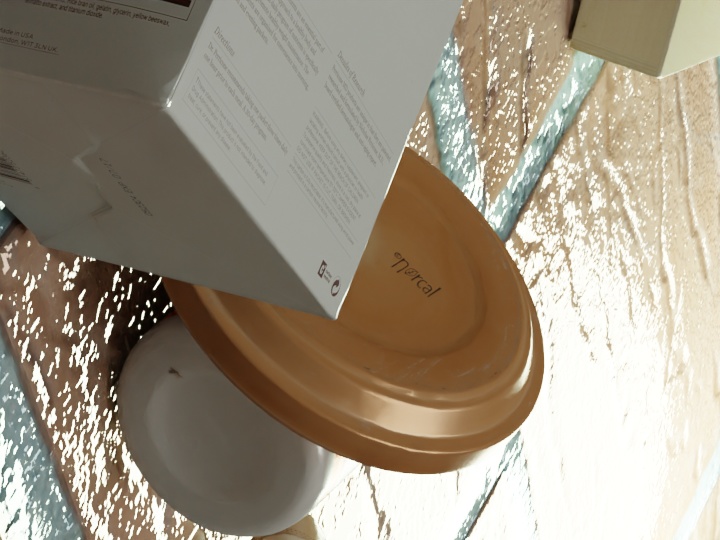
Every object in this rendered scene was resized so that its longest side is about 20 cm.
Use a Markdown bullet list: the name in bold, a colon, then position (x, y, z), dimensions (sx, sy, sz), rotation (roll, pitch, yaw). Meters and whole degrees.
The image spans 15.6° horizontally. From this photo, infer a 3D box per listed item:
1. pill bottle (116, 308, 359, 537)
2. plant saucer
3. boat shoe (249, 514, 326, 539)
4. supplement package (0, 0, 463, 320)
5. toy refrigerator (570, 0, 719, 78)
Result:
- **pill bottle**: position (-0.019, 0.034, 1.233), dimensions (0.200, 0.109, 0.110), rotation (-40, 138, -53)
- **plant saucer**: position (0.000, 0.000, 1.167), dimensions (0.032, 0.200, 0.200), rotation (-48, 176, 37)
- **boat shoe**: position (-0.026, 0.187, 1.354), dimensions (0.200, 0.071, 0.065), rotation (88, 3, -59)
- **supplement package**: position (-0.064, -0.120, 0.997), dimensions (0.200, 0.147, 0.191), rotation (-68, 155, -17)
- **toy refrigerator**: position (0.203, -0.180, 1.668), dimensions (0.200, 0.070, 0.076), rotation (-24, 132, -60)
